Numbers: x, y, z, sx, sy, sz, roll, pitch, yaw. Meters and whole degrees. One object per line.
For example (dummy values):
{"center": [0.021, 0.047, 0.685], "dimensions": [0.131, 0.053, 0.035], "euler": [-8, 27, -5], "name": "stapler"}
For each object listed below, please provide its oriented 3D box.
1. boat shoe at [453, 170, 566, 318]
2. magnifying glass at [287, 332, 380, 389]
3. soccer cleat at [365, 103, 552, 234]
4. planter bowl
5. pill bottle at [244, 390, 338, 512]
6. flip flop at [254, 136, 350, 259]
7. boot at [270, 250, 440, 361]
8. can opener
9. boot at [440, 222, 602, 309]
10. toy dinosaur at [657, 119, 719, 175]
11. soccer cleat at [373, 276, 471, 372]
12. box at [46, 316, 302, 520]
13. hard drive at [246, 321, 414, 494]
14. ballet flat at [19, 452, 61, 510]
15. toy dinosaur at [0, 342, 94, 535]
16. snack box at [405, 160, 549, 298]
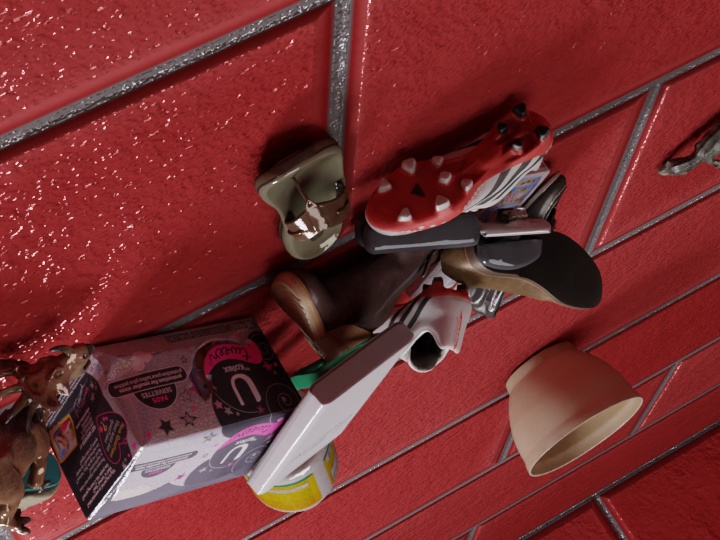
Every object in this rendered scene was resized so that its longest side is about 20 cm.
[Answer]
{"center": [0.175, -0.026, 1.546], "dimensions": [0.200, 0.057, 0.067], "euler": [-53, 175, 37], "name": "boat shoe"}
{"center": [-0.052, 0.109, 1.503], "dimensions": [0.199, 0.023, 0.080], "euler": [-26, -172, 37], "name": "magnifying glass"}
{"center": [0.093, -0.080, 1.315], "dimensions": [0.199, 0.069, 0.085], "euler": [-32, 155, -16], "name": "soccer cleat"}
{"center": [0.299, 0.192, 2.106], "dimensions": [0.199, 0.135, 0.201], "euler": [-28, 157, -13], "name": "planter bowl"}
{"center": [-0.084, 0.217, 1.653], "dimensions": [0.112, 0.113, 0.200], "euler": [-30, 158, -7], "name": "pill bottle"}
{"center": [-0.040, -0.051, 1.219], "dimensions": [0.081, 0.058, 0.200], "euler": [-29, 158, -10], "name": "flip flop"}
{"center": [0.000, 0.000, 1.404], "dimensions": [0.166, 0.072, 0.200], "euler": [-43, 158, -7], "name": "boot"}
{"center": [0.093, -0.031, 1.366], "dimensions": [0.198, 0.053, 0.067], "euler": [-1, 104, -20], "name": "can opener"}
{"center": [0.170, -0.002, 1.493], "dimensions": [0.199, 0.074, 0.075], "euler": [17, 156, -33], "name": "boot"}
{"center": [0.442, -0.167, 1.670], "dimensions": [0.200, 0.048, 0.088], "euler": [-47, 148, 24], "name": "toy dinosaur"}
{"center": [0.054, 0.072, 1.519], "dimensions": [0.068, 0.086, 0.200], "euler": [17, 156, -24], "name": "soccer cleat"}
{"center": [-0.176, 0.138, 1.352], "dimensions": [0.199, 0.115, 0.132], "euler": [-11, 150, -45], "name": "box"}
{"center": [-0.032, 0.137, 1.392], "dimensions": [0.132, 0.026, 0.200], "euler": [-35, 166, -37], "name": "hard drive"}
{"center": [-0.352, 0.197, 1.310], "dimensions": [0.069, 0.070, 0.200], "euler": [-38, 158, 12], "name": "ballet flat"}
{"center": [-0.299, 0.149, 1.176], "dimensions": [0.136, 0.085, 0.201], "euler": [111, -1, -53], "name": "toy dinosaur"}
{"center": [0.119, -0.044, 1.502], "dimensions": [0.072, 0.024, 0.200], "euler": [-13, 151, -43], "name": "snack box"}
